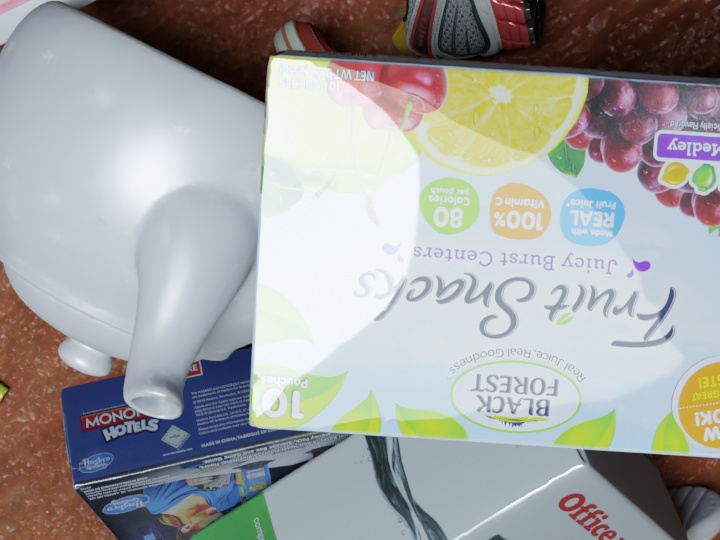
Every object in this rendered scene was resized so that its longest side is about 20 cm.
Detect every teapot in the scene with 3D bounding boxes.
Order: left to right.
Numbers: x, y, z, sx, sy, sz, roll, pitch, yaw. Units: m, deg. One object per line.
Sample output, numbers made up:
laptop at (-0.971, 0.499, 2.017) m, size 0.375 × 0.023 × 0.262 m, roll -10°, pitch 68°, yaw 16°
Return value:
teapot at (-0.098, -0.022, 0.728) m, size 0.196 × 0.200 × 0.147 m, roll 28°, pitch 95°, yaw 22°

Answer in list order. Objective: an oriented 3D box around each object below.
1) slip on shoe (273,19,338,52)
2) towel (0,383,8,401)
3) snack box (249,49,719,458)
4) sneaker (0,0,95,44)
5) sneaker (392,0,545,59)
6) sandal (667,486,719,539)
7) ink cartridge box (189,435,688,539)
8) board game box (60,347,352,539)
slip on shoe at (0.046, -0.068, 0.783) m, size 0.199 × 0.074 × 0.061 m, roll 32°, pitch 105°, yaw -10°
towel at (-0.302, 0.039, 0.900) m, size 0.199 × 0.018 × 0.086 m, roll 38°, pitch 112°, yaw -7°
snack box at (0.060, -0.007, 0.615) m, size 0.198 × 0.053 × 0.144 m, roll 3°, pitch 101°, yaw 0°
sneaker at (-0.183, -0.168, 0.774) m, size 0.198 × 0.076 × 0.105 m, roll -19°, pitch 112°, yaw 19°
sneaker at (0.021, -0.190, 0.737) m, size 0.081 × 0.078 × 0.202 m, roll -13°, pitch 106°, yaw 18°
sandal at (0.110, 0.184, 0.861) m, size 0.205 × 0.079 × 0.060 m, roll -24°, pitch 103°, yaw 14°
ink cartridge box at (0.043, 0.134, 0.770) m, size 0.199 × 0.084 × 0.146 m, roll -34°, pitch 140°, yaw 15°
board game box at (-0.040, 0.123, 0.842) m, size 0.198 × 0.062 × 0.201 m, roll -12°, pitch 141°, yaw -7°
